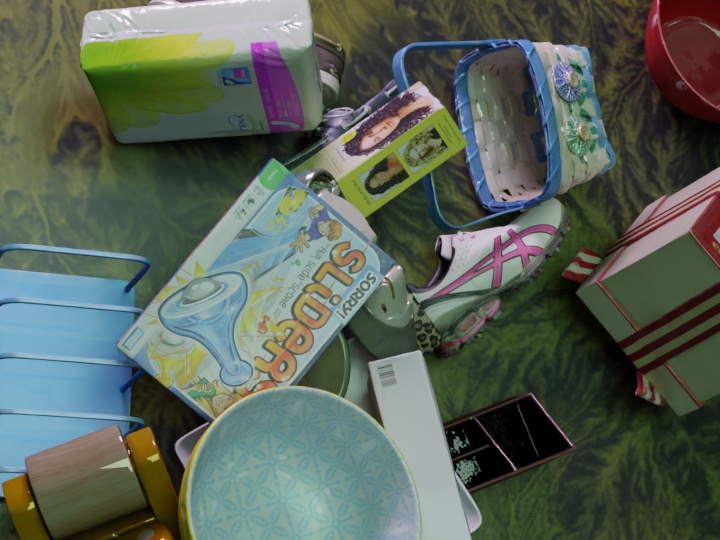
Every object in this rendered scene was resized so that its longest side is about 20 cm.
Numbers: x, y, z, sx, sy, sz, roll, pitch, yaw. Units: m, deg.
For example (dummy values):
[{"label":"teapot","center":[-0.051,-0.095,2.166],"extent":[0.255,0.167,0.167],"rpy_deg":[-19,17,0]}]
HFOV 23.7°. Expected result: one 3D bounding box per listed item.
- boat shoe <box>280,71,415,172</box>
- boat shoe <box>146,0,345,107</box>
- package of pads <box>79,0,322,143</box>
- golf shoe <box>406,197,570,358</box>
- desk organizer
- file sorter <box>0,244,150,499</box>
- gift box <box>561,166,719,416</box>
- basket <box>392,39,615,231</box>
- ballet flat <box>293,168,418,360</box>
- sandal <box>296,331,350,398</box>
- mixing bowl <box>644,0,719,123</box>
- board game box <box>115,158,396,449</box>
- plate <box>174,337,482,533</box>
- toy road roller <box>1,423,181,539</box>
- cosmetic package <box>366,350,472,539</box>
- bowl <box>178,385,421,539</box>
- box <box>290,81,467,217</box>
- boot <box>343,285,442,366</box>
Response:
[{"label":"boat shoe","center":[-0.016,-0.129,1.622],"extent":[0.200,0.075,0.062],"rpy_deg":[-31,89,-26]},{"label":"boat shoe","center":[-0.106,-0.221,1.619],"extent":[0.200,0.072,0.060],"rpy_deg":[23,63,-17]},{"label":"package of pads","center":[-0.136,-0.175,1.522],"extent":[0.200,0.155,0.068],"rpy_deg":[-4,69,2]},{"label":"golf shoe","center":[0.121,-0.012,1.640],"extent":[0.092,0.073,0.200],"rpy_deg":[47,65,-3]},{"label":"desk organizer","center":[0.090,0.172,1.576],"extent":[0.200,0.077,0.072],"rpy_deg":[-19,82,-23]},{"label":"file sorter","center":[-0.252,0.087,1.452],"extent":[0.139,0.123,0.200],"rpy_deg":[6,73,-19]},{"label":"gift box","center":[0.320,0.016,1.639],"extent":[0.200,0.187,0.185],"rpy_deg":[-39,92,-40]},{"label":"basket","center":[0.132,-0.139,1.629],"extent":[0.200,0.139,0.177],"rpy_deg":[-14,90,-27]},{"label":"ballet flat","center":[0.000,0.000,1.467],"extent":[0.200,0.064,0.067],"rpy_deg":[54,43,-10]},{"label":"sandal","center":[-0.067,0.125,1.453],"extent":[0.080,0.057,0.201],"rpy_deg":[23,75,6]},{"label":"mixing bowl","center":[0.369,-0.229,1.769],"extent":[0.200,0.108,0.200],"rpy_deg":[6,73,-19]},{"label":"board game box","center":[-0.085,0.027,1.409],"extent":[0.135,0.034,0.200],"rpy_deg":[39,86,-7]},{"label":"plate","center":[-0.028,0.186,1.483],"extent":[0.200,0.032,0.200],"rpy_deg":[-30,76,-8]},{"label":"toy road roller","center":[-0.186,0.235,1.335],"extent":[0.123,0.146,0.200],"rpy_deg":[-21,119,-8]},{"label":"cosmetic package","center":[0.053,0.174,1.429],"extent":[0.051,0.083,0.200],"rpy_deg":[-13,75,-6]},{"label":"bowl","center":[-0.063,0.202,1.363],"extent":[0.200,0.108,0.200],"rpy_deg":[10,65,-24]},{"label":"box","center":[-0.007,-0.084,1.531],"extent":[0.200,0.075,0.050],"rpy_deg":[-36,119,0]},{"label":"boot","center":[-0.033,0.046,1.553],"extent":[0.151,0.073,0.200],"rpy_deg":[-40,95,-11]}]
